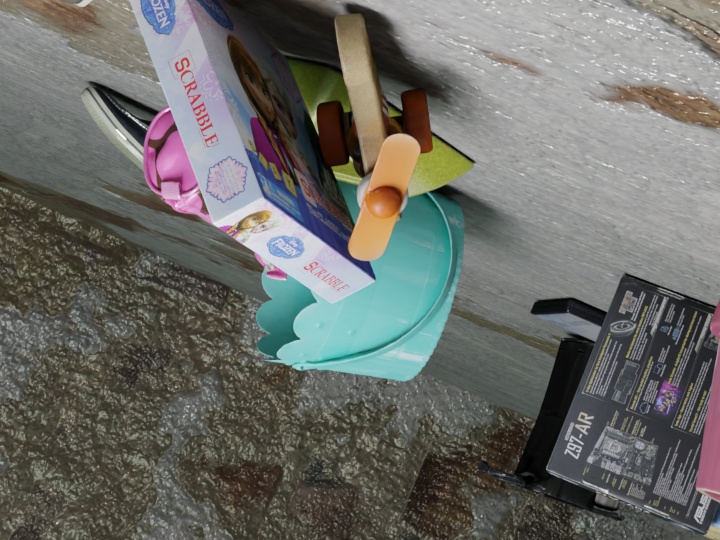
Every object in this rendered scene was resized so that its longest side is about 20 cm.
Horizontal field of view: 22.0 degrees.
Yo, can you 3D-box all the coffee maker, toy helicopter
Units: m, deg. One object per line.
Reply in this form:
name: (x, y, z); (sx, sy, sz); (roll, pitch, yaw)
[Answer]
coffee maker: (0.270, 0.187, 2.280); (0.135, 0.200, 0.192); (13, 171, 44)
toy helicopter: (0.005, -0.096, 1.246); (0.079, 0.132, 0.200); (-7, 151, 5)

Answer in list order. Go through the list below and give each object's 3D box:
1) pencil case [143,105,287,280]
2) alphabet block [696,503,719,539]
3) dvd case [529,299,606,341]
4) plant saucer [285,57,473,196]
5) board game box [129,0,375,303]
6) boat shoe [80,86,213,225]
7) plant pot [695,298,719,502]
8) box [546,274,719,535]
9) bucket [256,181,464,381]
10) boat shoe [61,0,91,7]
pencil case: (-0.099, -0.064, 1.509); (0.091, 0.094, 0.200); (17, 171, 33)
alphabet block: (0.398, 0.177, 1.823); (0.196, 0.196, 0.200); (20, 172, 36)
dvd case: (0.302, 0.079, 2.096); (0.200, 0.018, 0.143); (24, 174, -9)
plant saucer: (-0.041, -0.117, 1.501); (0.200, 0.048, 0.200); (16, 172, 41)
board game box: (-0.074, -0.094, 1.269); (0.200, 0.041, 0.200); (36, -151, -64)
boat shoe: (-0.204, -0.128, 1.913); (0.200, 0.062, 0.075); (40, 174, -16)
plant pot: (0.360, 0.116, 1.489); (0.200, 0.179, 0.200); (21, 173, 3)
box: (0.283, 0.125, 1.726); (0.160, 0.200, 0.044); (20, 173, 12)
bucket: (0.000, 0.000, 1.685); (0.135, 0.207, 0.207); (15, 176, -15)
boat shoe: (-0.200, -0.210, 1.192); (0.057, 0.067, 0.200); (20, 178, -23)
